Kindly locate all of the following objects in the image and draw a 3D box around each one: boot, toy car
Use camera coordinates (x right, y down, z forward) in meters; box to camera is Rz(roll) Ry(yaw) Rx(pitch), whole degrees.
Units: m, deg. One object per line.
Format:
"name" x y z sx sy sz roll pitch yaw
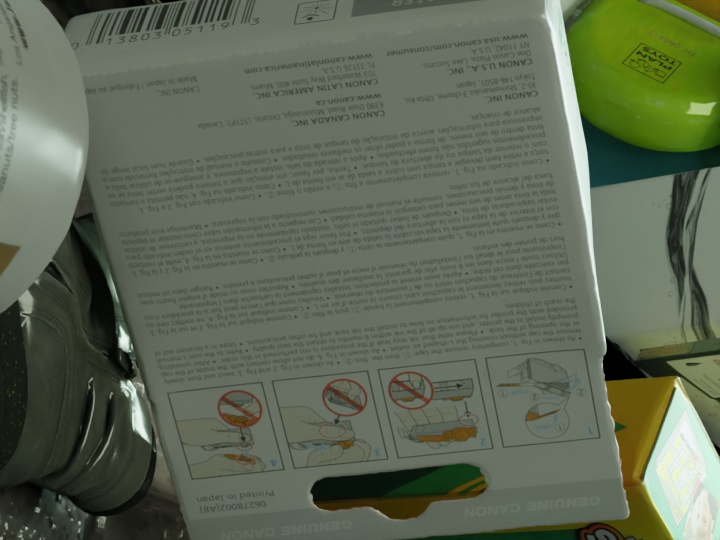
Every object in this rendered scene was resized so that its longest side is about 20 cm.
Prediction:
"boot" -0.115 -0.019 0.817 0.131 0.068 0.201 15 71 -69
"toy car" 0.152 -0.085 1.195 0.200 0.175 0.150 -41 155 -55

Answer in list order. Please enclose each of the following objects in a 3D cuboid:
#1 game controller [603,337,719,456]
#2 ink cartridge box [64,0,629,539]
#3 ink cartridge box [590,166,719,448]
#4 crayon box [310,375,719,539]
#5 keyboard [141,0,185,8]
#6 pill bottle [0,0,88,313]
"game controller" 0.096 0.088 1.097 0.200 0.104 0.042 41 11 -47
"ink cartridge box" 0.000 0.000 0.825 0.050 0.160 0.200 -81 161 -54
"ink cartridge box" 0.165 0.022 1.121 0.146 0.200 0.085 40 50 -48
"crayon box" 0.077 0.133 0.979 0.200 0.172 0.058 59 39 -35
"keyboard" -0.056 -0.062 0.884 0.127 0.021 0.200 -118 -173 -69
"pill bottle" -0.174 -0.049 0.656 0.200 0.114 0.115 18 69 -57
